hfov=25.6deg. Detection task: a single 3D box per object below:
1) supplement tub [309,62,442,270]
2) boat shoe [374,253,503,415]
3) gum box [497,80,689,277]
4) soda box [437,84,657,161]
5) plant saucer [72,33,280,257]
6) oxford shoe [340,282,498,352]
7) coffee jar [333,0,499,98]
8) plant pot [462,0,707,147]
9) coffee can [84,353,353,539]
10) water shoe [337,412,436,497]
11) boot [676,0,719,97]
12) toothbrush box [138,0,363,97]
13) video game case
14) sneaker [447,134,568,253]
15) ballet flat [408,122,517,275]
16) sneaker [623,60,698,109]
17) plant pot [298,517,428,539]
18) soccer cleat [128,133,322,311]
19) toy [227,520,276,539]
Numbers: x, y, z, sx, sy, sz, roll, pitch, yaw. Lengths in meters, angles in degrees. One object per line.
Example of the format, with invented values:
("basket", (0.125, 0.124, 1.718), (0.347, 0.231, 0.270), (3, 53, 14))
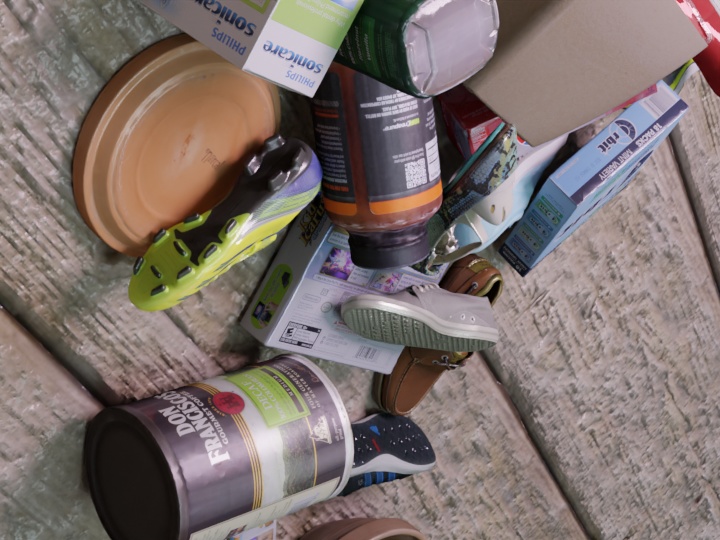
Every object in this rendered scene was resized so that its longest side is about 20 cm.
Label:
("supplement tub", (0.014, -0.105, 1.366), (0.107, 0.107, 0.200), (-21, 113, -36))
("boat shoe", (0.081, 0.074, 1.653), (0.072, 0.068, 0.200), (4, 116, -50))
("gum box", (0.236, -0.091, 1.632), (0.170, 0.045, 0.200), (-41, 170, -21))
("soda box", (0.180, -0.171, 1.520), (0.200, 0.070, 0.063), (-25, 137, -6))
("plant saucer", (-0.144, -0.098, 1.307), (0.200, 0.032, 0.200), (-28, 137, -30))
("oxford shoe", (0.057, 0.039, 1.540), (0.200, 0.075, 0.058), (11, 68, -42))
("coffee jar", (0.005, -0.204, 1.244), (0.104, 0.200, 0.085), (-33, 128, -30))
("plant pot", (0.150, -0.232, 1.400), (0.177, 0.200, 0.200), (-45, 144, 8))
("coffee can", (-0.127, 0.169, 1.440), (0.200, 0.146, 0.147), (-16, 129, -40))
("water shoe", (-0.002, 0.198, 1.681), (0.079, 0.072, 0.200), (-40, 153, 30))
("boot", (0.302, -0.240, 1.590), (0.144, 0.072, 0.200), (-34, 101, -23))
("toothbrush box", (-0.058, -0.254, 1.181), (0.086, 0.146, 0.200), (14, 108, -50))
("video game case", (0.000, 0.000, 1.527), (0.200, 0.045, 0.181), (18, 105, -52))
("sneaker", (0.143, -0.090, 1.572), (0.200, 0.074, 0.082), (-42, 146, -37))
("ballet flat", (0.099, -0.058, 1.426), (0.074, 0.074, 0.200), (-19, 163, -37))
("sneaker", (0.322, -0.239, 1.680), (0.200, 0.074, 0.081), (-39, 127, -24))
("plant pot", (-0.023, 0.342, 1.732), (0.201, 0.093, 0.201), (-27, 135, -31))
("soccer cleat", (-0.106, -0.027, 1.324), (0.200, 0.065, 0.084), (-44, 144, -14))
("toy", (-0.118, 0.242, 1.588), (0.115, 0.047, 0.200), (-24, 135, -36))
